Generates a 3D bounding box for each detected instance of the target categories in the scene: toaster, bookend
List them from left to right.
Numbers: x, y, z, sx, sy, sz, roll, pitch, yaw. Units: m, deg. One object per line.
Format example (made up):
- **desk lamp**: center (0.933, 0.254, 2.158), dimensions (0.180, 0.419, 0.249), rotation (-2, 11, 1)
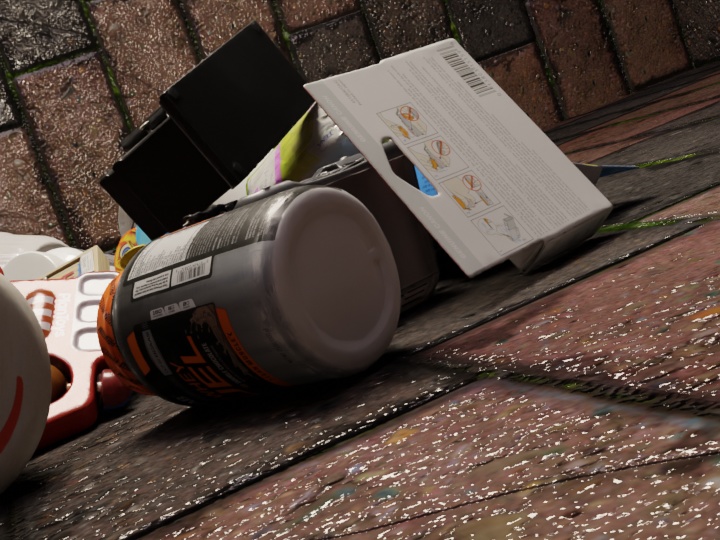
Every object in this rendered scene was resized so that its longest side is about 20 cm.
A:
- **bookend**: center (-0.161, -0.098, 0.980), dimensions (0.199, 0.092, 0.199), rotation (-35, 13, 31)
- **toaster**: center (-0.030, -0.014, 0.883), dimensions (0.199, 0.130, 0.113), rotation (-24, 6, -33)

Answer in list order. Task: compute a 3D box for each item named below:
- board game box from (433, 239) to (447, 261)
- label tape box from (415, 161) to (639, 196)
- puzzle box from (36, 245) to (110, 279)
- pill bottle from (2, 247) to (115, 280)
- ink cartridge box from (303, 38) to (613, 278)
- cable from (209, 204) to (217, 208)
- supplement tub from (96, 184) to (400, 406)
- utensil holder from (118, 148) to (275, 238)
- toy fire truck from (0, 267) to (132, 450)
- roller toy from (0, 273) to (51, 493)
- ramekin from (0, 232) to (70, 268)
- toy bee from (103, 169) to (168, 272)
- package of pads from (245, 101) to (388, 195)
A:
- **board game box**: center (0.000, 0.000, 1.157), dimensions (0.199, 0.028, 0.135), rotation (-17, 7, 31)
- **label tape box**: center (0.128, -0.062, 1.007), dimensions (0.198, 0.064, 0.144), rotation (4, -5, -24)
- **puzzle box**: center (-0.297, 0.066, 1.064), dimensions (0.132, 0.026, 0.201), rotation (-30, 35, 4)
- **pill bottle**: center (-0.322, 0.035, 1.298), dimensions (0.115, 0.118, 0.200), rotation (-18, -12, 19)
- **ink cartridge box**: center (0.071, -0.081, 0.855), dimensions (0.173, 0.200, 0.044), rotation (-25, -24, -37)
- **cable**: center (-0.076, -0.022, 1.071), dimensions (0.097, 0.200, 0.051), rotation (-12, -46, -45)
- **supplement tub**: center (-0.081, 0.023, 0.748), dimensions (0.199, 0.124, 0.122), rotation (-16, 7, 42)
- **utensil holder**: center (-0.151, -0.072, 1.290), dimensions (0.198, 0.171, 0.170), rotation (22, 16, 10)
- **toy fire truck**: center (-0.275, 0.072, 0.933), dimensions (0.166, 0.113, 0.201), rotation (-4, 38, -8)
- **roller toy**: center (-0.301, 0.074, 0.745), dimensions (0.200, 0.183, 0.139), rotation (-50, 18, -21)
- **ramekin**: center (-0.405, 0.049, 1.369), dimensions (0.093, 0.204, 0.202), rotation (-6, 10, 21)
- **toy bee**: center (-0.205, -0.009, 1.154), dimensions (0.130, 0.109, 0.200), rotation (21, 9, -37)
- **package of pads**: center (-0.011, -0.096, 1.101), dimensions (0.153, 0.069, 0.200), rotation (8, -29, -31)
